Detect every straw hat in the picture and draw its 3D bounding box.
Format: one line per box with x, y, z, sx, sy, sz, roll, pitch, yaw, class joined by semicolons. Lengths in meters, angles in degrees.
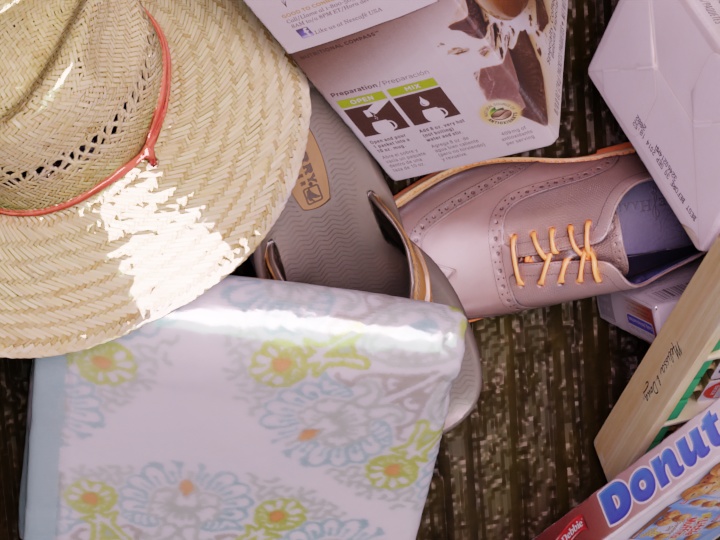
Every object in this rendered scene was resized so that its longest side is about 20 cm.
-0.119;-0.071;0.886;0.199;0.085;0.202;-2;65;5;straw hat

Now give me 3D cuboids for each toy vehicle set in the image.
0.187;0.032;1.042;0.123;0.200;0.027;-11;63;-17;toy vehicle set

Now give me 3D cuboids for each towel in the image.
-0.055;0.075;0.981;0.170;0.048;0.201;5;137;-7;towel

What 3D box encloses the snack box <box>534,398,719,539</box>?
0.163;0.085;1.045;0.072;0.024;0.200;7;142;-41;snack box

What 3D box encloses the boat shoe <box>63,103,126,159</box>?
-0.119;-0.035;0.994;0.068;0.084;0.201;-33;91;-13;boat shoe

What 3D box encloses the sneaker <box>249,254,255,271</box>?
-0.054;-0.092;1.011;0.086;0.075;0.202;2;109;16;sneaker

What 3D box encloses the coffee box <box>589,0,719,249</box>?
0.218;-0.082;1.031;0.199;0.113;0.080;-6;140;-28;coffee box

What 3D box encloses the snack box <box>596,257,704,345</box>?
0.213;-0.005;1.097;0.199;0.072;0.024;-14;104;-14;snack box

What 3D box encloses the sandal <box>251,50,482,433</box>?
0.000;0.000;0.978;0.081;0.055;0.201;-27;124;-10;sandal

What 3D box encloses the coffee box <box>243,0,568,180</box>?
0.005;-0.141;0.905;0.200;0.079;0.114;47;40;-45;coffee box

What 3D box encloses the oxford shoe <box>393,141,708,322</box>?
0.083;-0.017;1.053;0.199;0.073;0.072;-18;104;-11;oxford shoe
